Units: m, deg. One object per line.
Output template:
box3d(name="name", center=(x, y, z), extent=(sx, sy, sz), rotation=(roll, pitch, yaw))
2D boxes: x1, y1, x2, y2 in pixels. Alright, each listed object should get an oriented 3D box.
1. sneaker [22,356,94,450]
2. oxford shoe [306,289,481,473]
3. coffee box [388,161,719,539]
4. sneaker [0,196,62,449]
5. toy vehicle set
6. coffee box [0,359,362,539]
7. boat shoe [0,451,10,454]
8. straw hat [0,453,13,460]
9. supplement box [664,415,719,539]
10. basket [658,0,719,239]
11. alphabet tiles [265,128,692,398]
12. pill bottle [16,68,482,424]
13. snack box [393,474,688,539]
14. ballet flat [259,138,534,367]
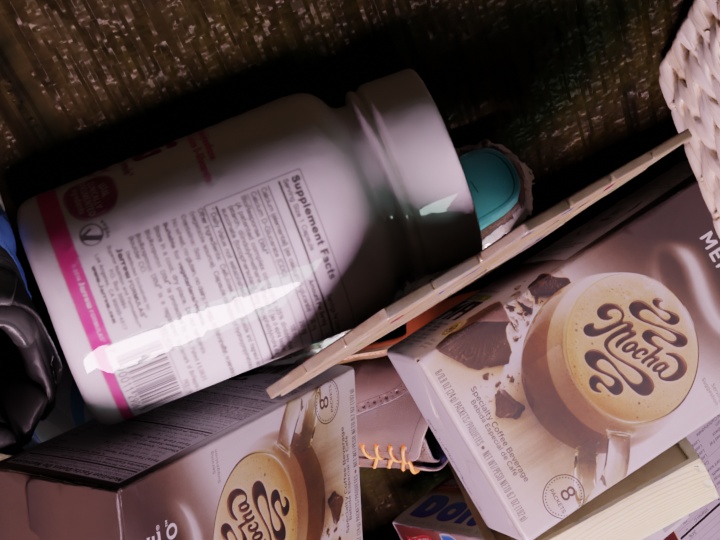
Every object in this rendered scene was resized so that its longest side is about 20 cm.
box3d(name="sneaker", center=(-0.138, 0.083, 1.249), extent=(0.086, 0.075, 0.200), rotation=(6, 158, 14))
box3d(name="oxford shoe", center=(0.007, 0.084, 1.321), extent=(0.199, 0.073, 0.071), rotation=(-28, 147, 10))
box3d(name="coffee box", center=(0.131, 0.039, 1.246), extent=(0.199, 0.113, 0.080), rotation=(-33, -173, -10))
box3d(name="sneaker", center=(-0.195, 0.053, 1.110), extent=(0.076, 0.112, 0.200), rotation=(-6, 143, -27))
box3d(name="toy vehicle set", center=(0.118, 0.110, 1.340), extent=(0.124, 0.200, 0.027), rotation=(-28, 108, 1))
box3d(name="coffee box", center=(-0.083, 0.122, 1.137), extent=(0.200, 0.079, 0.114), rotation=(-25, 116, -55))
box3d(name="boat shoe", center=(-0.192, 0.143, 1.285), extent=(0.069, 0.084, 0.200), rotation=(-41, 128, 18))
box3d(name="straw hat", center=(-0.194, 0.200, 1.186), extent=(0.199, 0.085, 0.202), rotation=(3, 114, 6))
box3d(name="supplement box", center=(0.281, 0.169, 1.507), extent=(0.196, 0.201, 0.133), rotation=(10, 135, -41))
box3d(name="basket", center=(0.262, -0.093, 1.177), extent=(0.199, 0.136, 0.123), rotation=(-9, 158, -22))
box3d(name="alphabet tiles", center=(0.048, 0.002, 1.115), extent=(0.200, 0.008, 0.167), rotation=(-30, 176, -42))
box3d(name="pill bottle", center=(-0.051, -0.015, 1.108), extent=(0.199, 0.114, 0.114), rotation=(-22, 148, -5))
box3d(name="snack box", center=(0.102, 0.146, 1.382), extent=(0.072, 0.024, 0.200), rotation=(-36, -162, -26))
box3d(name="ballet flat", center=(0.000, 0.000, 1.209), extent=(0.199, 0.072, 0.072), rotation=(-24, 148, -5))
